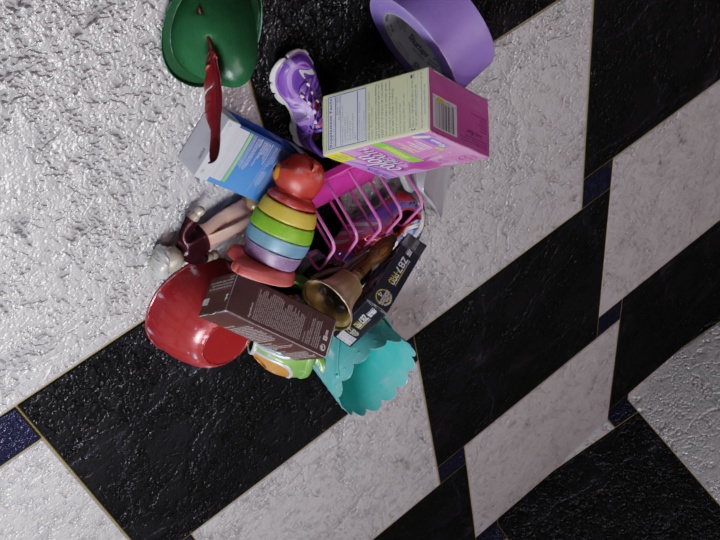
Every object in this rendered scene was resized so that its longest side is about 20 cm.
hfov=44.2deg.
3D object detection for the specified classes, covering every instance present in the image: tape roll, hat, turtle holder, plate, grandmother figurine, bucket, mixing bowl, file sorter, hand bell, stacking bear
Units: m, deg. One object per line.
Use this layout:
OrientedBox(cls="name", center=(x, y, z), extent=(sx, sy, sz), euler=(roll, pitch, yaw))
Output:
OrientedBox(cls="tape roll", center=(0.110, -0.372, 1.380), extent=(0.085, 0.200, 0.200), euler=(-43, 144, -7))
OrientedBox(cls="hat", center=(-0.161, -0.281, 1.201), extent=(0.165, 0.176, 0.202), euler=(-11, 131, -39))
OrientedBox(cls="turtle holder", center=(-0.129, 0.099, 1.591), extent=(0.130, 0.141, 0.187), euler=(7, 108, -17))
OrientedBox(cls="plate", center=(0.134, -0.214, 1.602), extent=(0.200, 0.032, 0.202), euler=(36, 62, -72))
OrientedBox(cls="grandmother figurine", center=(-0.252, -0.053, 1.429), extent=(0.199, 0.060, 0.122), euler=(-34, 134, -22))
OrientedBox(cls="bucket", center=(0.001, 0.185, 1.850), extent=(0.206, 0.135, 0.208), euler=(-28, 141, -25))
OrientedBox(cls="mixing bowl", center=(-0.254, 0.091, 1.519), extent=(0.199, 0.108, 0.201), euler=(-28, 140, -26))
OrientedBox(cls="file sorter", center=(-0.012, -0.105, 1.527), extent=(0.199, 0.126, 0.139), euler=(-28, 171, -25))
OrientedBox(cls="hand bell", center=(0.000, 0.000, 1.522), extent=(0.200, 0.103, 0.105), euler=(-46, 149, -35))
OrientedBox(cls="stacking bear", center=(-0.120, -0.087, 1.393), extent=(0.113, 0.122, 0.202), euler=(19, 102, -19))

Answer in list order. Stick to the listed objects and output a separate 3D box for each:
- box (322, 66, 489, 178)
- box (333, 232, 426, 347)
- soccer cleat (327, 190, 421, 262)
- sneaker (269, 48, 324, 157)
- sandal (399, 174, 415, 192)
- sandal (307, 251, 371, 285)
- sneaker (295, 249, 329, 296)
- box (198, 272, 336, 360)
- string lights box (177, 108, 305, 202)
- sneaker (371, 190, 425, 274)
OrientedBox(cls="box", center=(0.071, -0.221, 1.370), extent=(0.175, 0.198, 0.098), euler=(11, 76, -53))
OrientedBox(cls="box", center=(0.032, 0.039, 1.608), extent=(0.162, 0.049, 0.200), euler=(-59, -175, -29))
OrientedBox(cls="soccer cleat", center=(0.025, -0.071, 1.661), extent=(0.199, 0.077, 0.067), euler=(-36, 132, 3))
OrientedBox(cls="sneaker", center=(-0.077, -0.260, 1.392), extent=(0.080, 0.083, 0.201), euler=(-38, 143, -12))
OrientedBox(cls="sandal", center=(0.075, -0.238, 1.607), extent=(0.082, 0.049, 0.204), euler=(-42, 134, -32))
OrientedBox(cls="sandal", center=(-0.044, 0.013, 1.598), extent=(0.201, 0.057, 0.081), euler=(-27, 138, -57))
OrientedBox(cls="sneaker", center=(-0.078, 0.043, 1.684), extent=(0.078, 0.077, 0.201), euler=(-28, 139, -23))
OrientedBox(cls="box", center=(-0.150, 0.078, 1.445), extent=(0.199, 0.100, 0.076), euler=(27, 68, -31))
OrientedBox(cls="string lights box", center=(-0.176, -0.174, 1.390), extent=(0.199, 0.059, 0.103), euler=(20, 109, -53))
OrientedBox(cls="sneaker", center=(0.061, -0.065, 1.727), extent=(0.077, 0.076, 0.202), euler=(5, 115, -46))
